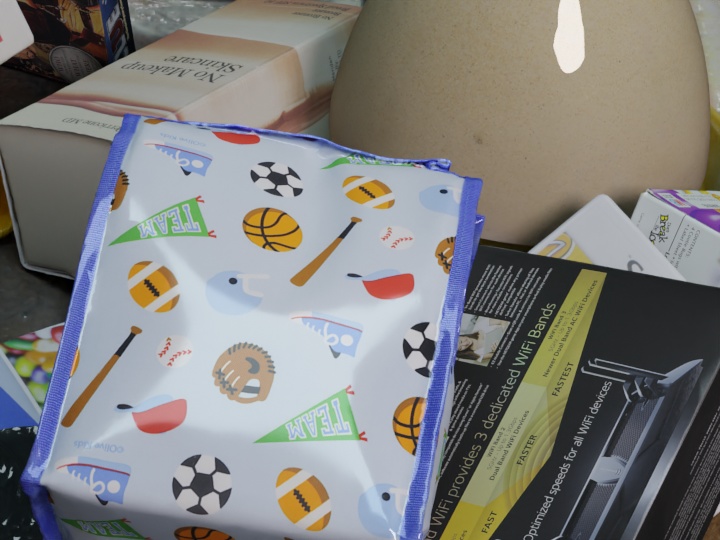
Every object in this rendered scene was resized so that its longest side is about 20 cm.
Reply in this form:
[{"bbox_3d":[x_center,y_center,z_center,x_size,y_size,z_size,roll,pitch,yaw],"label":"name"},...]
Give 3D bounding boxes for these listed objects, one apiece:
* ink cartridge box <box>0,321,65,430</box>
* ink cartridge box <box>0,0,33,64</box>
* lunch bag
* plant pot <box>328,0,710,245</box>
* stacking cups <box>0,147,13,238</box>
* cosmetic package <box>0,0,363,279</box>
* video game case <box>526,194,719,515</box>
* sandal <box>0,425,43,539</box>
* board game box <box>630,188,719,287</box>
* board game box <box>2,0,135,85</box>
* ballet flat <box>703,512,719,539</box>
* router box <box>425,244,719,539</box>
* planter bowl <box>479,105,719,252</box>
[{"bbox_3d":[-0.125,0.072,1.358,0.200,0.042,0.119,-21,43,-31],"label":"ink cartridge box"},{"bbox_3d":[-0.292,-0.138,1.475,0.200,0.145,0.085,-35,42,-14],"label":"ink cartridge box"},{"bbox_3d":[-0.040,0.034,1.196,0.170,0.124,0.200,9,64,0],"label":"lunch bag"},{"bbox_3d":[0.088,-0.124,1.437,0.200,0.135,0.200,4,35,-3],"label":"plant pot"},{"bbox_3d":[-0.241,-0.090,1.551,0.060,0.061,0.200,-12,37,-23],"label":"stacking cups"},{"bbox_3d":[-0.087,-0.072,1.501,0.103,0.087,0.200,10,31,38],"label":"cosmetic package"},{"bbox_3d":[0.083,0.078,1.299,0.200,0.023,0.182,-39,45,1],"label":"video game case"},{"bbox_3d":[-0.081,0.092,1.276,0.200,0.048,0.075,-7,65,-21],"label":"sandal"},{"bbox_3d":[0.220,0.050,1.359,0.200,0.105,0.103,32,19,31],"label":"board game box"},{"bbox_3d":[-0.202,-0.190,1.572,0.135,0.200,0.035,17,56,15],"label":"board game box"},{"bbox_3d":[0.129,0.124,1.309,0.072,0.068,0.200,-40,53,-21],"label":"ballet flat"},{"bbox_3d":[0.076,0.091,1.239,0.157,0.052,0.200,12,62,38],"label":"router box"},{"bbox_3d":[0.100,-0.036,1.502,0.200,0.084,0.200,4,35,-3],"label":"planter bowl"}]
